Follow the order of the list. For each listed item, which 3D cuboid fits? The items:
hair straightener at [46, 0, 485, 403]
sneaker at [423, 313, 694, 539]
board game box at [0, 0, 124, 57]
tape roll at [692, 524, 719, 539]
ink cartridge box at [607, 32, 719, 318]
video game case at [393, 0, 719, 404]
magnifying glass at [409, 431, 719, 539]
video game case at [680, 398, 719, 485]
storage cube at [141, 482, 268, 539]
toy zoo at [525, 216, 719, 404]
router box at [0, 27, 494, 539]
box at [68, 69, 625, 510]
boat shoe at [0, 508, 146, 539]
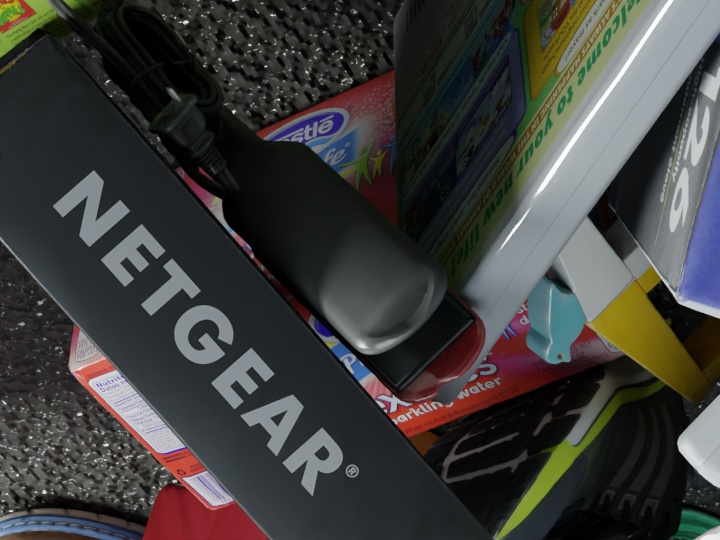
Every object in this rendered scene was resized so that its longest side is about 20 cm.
[{"bbox_3d":[-0.039,-0.045,0.671,0.041,0.200,0.077,-39,148,-1],"label":"hair straightener"},{"bbox_3d":[0.087,0.078,0.841,0.074,0.200,0.081,-22,95,32],"label":"sneaker"},{"bbox_3d":[-0.093,-0.144,0.732,0.200,0.048,0.102,-26,129,25],"label":"board game box"},{"bbox_3d":[0.171,0.087,0.785,0.203,0.037,0.203,-28,170,-5],"label":"tape roll"},{"bbox_3d":[0.123,-0.089,0.618,0.047,0.200,0.198,14,101,-3],"label":"ink cartridge box"},{"bbox_3d":[0.060,-0.087,0.689,0.022,0.182,0.200,17,134,-17],"label":"video game case"},{"bbox_3d":[0.104,0.120,0.985,0.200,0.080,0.022,25,135,-8],"label":"magnifying glass"},{"bbox_3d":[0.176,0.000,0.721,0.022,0.200,0.182,44,93,12],"label":"video game case"},{"bbox_3d":[-0.010,0.202,0.947,0.200,0.180,0.171,20,168,-19],"label":"storage cube"},{"bbox_3d":[0.131,-0.042,0.770,0.200,0.020,0.131,-45,127,-5],"label":"toy zoo"},{"bbox_3d":[-0.053,0.014,0.701,0.052,0.157,0.200,-41,100,-3],"label":"router box"},{"bbox_3d":[0.000,0.000,0.840,0.200,0.096,0.100,-23,131,22],"label":"box"},{"bbox_3d":[-0.095,0.178,1.041,0.200,0.072,0.072,29,130,-24],"label":"boat shoe"}]
